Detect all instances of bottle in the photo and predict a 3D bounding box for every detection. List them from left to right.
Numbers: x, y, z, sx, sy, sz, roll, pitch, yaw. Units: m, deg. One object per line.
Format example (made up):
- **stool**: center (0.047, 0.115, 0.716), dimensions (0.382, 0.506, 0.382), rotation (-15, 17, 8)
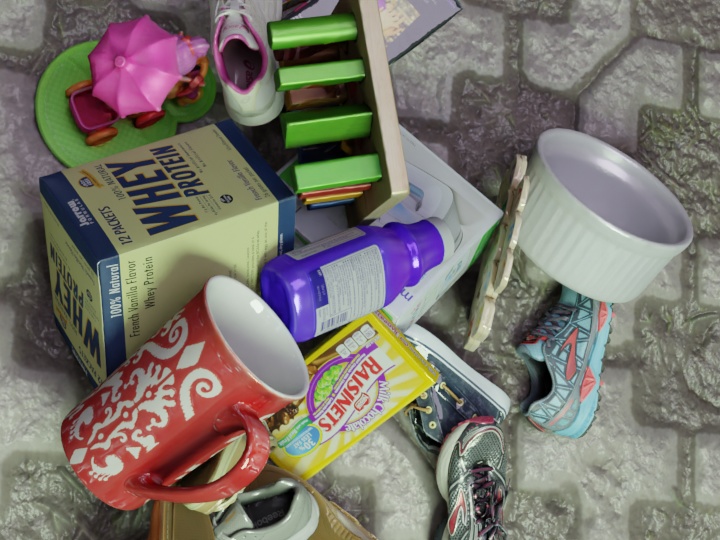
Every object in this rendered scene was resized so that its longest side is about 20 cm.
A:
- **bottle**: center (0.000, 0.000, 1.452), dimensions (0.199, 0.065, 0.084), rotation (-23, 123, -31)

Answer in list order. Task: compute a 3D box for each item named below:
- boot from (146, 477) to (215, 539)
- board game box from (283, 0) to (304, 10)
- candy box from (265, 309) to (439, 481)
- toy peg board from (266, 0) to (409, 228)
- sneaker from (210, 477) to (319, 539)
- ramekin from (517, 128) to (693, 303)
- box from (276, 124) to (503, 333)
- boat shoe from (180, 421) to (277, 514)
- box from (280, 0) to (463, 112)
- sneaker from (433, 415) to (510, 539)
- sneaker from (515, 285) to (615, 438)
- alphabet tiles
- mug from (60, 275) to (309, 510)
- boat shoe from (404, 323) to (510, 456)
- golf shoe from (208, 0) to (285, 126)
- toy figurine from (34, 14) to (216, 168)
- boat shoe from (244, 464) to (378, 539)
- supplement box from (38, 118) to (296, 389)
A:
- **boot**: center (-0.212, 0.300, 1.419), dimensions (0.077, 0.155, 0.201), rotation (22, 55, -52)
- **board game box**: center (-0.071, -0.377, 1.668), dimensions (0.199, 0.046, 0.152), rotation (-29, 92, -24)
- **candy box**: center (-0.026, 0.127, 1.528), dimensions (0.102, 0.200, 0.026), rotation (46, 25, -10)
- **toy peg board**: center (-0.038, -0.146, 1.425), dimensions (0.097, 0.199, 0.201), rotation (-8, 85, -13)
- **sneaker**: center (-0.134, 0.257, 1.462), dimensions (0.200, 0.092, 0.076), rotation (-33, 64, -13)
- **ramekin**: center (0.255, -0.056, 1.668), dimensions (0.200, 0.098, 0.201), rotation (24, 30, -15)
- **box**: center (0.012, -0.048, 1.581), dimensions (0.200, 0.097, 0.176), rotation (42, 63, 12)
- **boat shoe**: center (-0.119, 0.185, 1.452), dimensions (0.063, 0.201, 0.073), rotation (44, 101, -6)
- **box**: center (-0.010, -0.251, 1.607), dimensions (0.200, 0.122, 0.106), rotation (-37, 95, -11)
- **sneaker**: center (0.125, 0.249, 1.582), dimensions (0.080, 0.075, 0.201), rotation (-3, 103, -23)
- **sneaker**: center (0.223, 0.080, 1.686), dimensions (0.095, 0.079, 0.201), rotation (12, 75, -18)
- **alphabet tiles**: center (0.142, -0.018, 1.611), dimensions (0.015, 0.196, 0.201), rotation (15, 75, -3)
- **mug**: center (-0.164, 0.125, 1.343), dimensions (0.200, 0.178, 0.133), rotation (-38, 109, 18)
- **boat shoe**: center (0.067, 0.128, 1.615), dimensions (0.200, 0.071, 0.091), rotation (35, 65, -15)
- **golf shoe**: center (-0.114, -0.246, 1.486), dimensions (0.075, 0.092, 0.201), rotation (-11, 81, 4)
- **toy figurine**: center (-0.207, -0.189, 1.501), dimensions (0.199, 0.184, 0.151), rotation (-22, 89, -25)
- **boat shoe**: center (-0.038, 0.273, 1.546), dimensions (0.200, 0.069, 0.074), rotation (39, 86, 12)
- **supplement box**: center (-0.181, -0.005, 1.450), dimensions (0.199, 0.201, 0.134), rotation (-20, 48, -24)
